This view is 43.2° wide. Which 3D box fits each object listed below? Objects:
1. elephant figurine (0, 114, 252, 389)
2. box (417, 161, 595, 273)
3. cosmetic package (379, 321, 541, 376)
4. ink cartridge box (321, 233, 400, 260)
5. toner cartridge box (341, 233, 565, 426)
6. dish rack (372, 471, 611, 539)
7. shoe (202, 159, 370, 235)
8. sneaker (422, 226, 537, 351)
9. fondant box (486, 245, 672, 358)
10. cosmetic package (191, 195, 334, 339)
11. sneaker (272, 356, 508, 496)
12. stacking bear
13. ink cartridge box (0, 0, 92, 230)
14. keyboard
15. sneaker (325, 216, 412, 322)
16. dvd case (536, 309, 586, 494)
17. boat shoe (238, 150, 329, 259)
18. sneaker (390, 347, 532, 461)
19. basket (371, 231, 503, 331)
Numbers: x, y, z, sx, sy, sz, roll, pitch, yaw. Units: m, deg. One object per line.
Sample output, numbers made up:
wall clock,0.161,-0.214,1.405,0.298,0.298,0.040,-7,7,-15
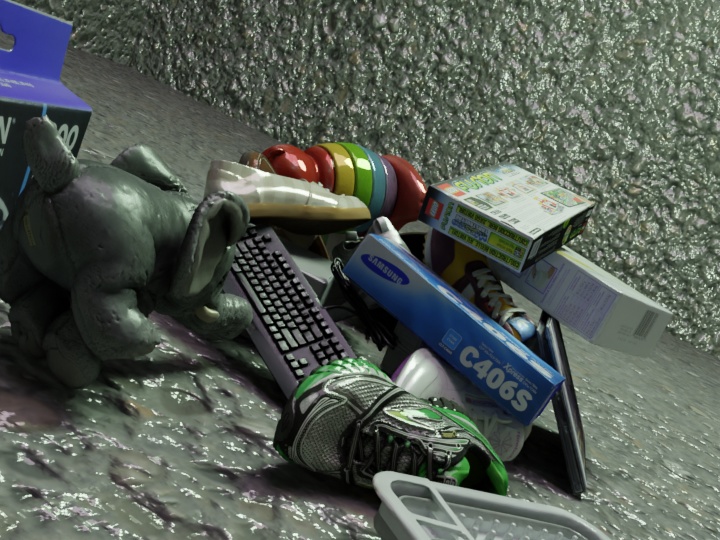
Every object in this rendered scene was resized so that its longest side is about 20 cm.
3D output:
elephant figurine,-0.139,-0.018,0.621,0.199,0.155,0.143,-25,81,-49
box,0.146,-0.057,0.873,0.109,0.035,0.199,29,25,21
cosmetic package,0.118,0.091,0.966,0.197,0.084,0.050,17,11,-38
ink cartridge box,-0.026,-0.035,1.217,0.197,0.069,0.116,22,-11,-35
toner cartridge box,0.082,0.048,0.780,0.199,0.043,0.095,39,8,16
dish rack,0.105,0.189,0.522,0.197,0.044,0.171,18,10,-31
shoe,-0.064,-0.068,0.857,0.069,0.055,0.198,-14,-11,42
sneaker,0.125,0.038,0.868,0.074,0.204,0.089,-22,9,-39
fondant box,0.204,0.007,0.938,0.199,0.059,0.143,37,13,37
cosmetic package,-0.125,-0.002,0.865,0.197,0.092,0.107,28,11,3
sneaker,0.029,0.117,0.614,0.197,0.079,0.085,18,12,-37
stacking bear,-0.038,-0.096,1.063,0.197,0.122,0.115,6,49,-41
ink cartridge box,-0.250,-0.076,0.598,0.043,0.204,0.198,21,9,7
keyboard,-0.041,0.032,0.763,0.125,0.021,0.201,-13,53,-34
sneaker,0.000,0.000,0.945,0.074,0.084,0.199,-16,-6,-32
dvd case,0.200,0.116,0.897,0.016,0.152,0.200,-13,1,14
boat shoe,-0.077,-0.053,0.962,0.070,0.077,0.201,-1,-32,15
sneaker,0.084,0.117,0.759,0.099,0.076,0.199,29,10,30
basket,0.093,0.025,1.120,0.176,0.139,0.200,12,3,11
